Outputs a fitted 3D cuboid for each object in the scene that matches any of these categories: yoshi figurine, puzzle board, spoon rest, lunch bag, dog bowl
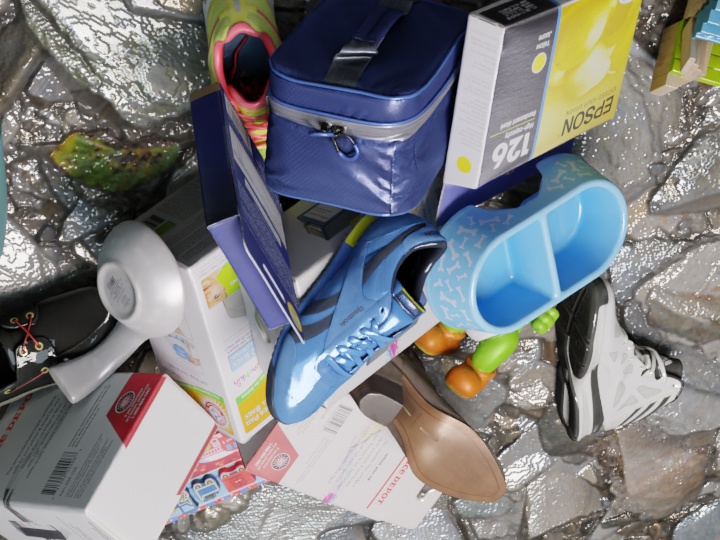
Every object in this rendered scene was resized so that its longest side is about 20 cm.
[{"bbox_3d":[0.132,0.019,1.659,0.112,0.112,0.200,34,111,-21],"label":"yoshi figurine"},{"bbox_3d":[-0.142,0.164,1.772,0.200,0.017,0.151,-24,126,7],"label":"puzzle board"},{"bbox_3d":[-0.202,0.035,1.553,0.061,0.099,0.200,-23,160,-44],"label":"spoon rest"},{"bbox_3d":[0.004,-0.143,1.459,0.136,0.200,0.132,12,124,14],"label":"lunch bag"},{"bbox_3d":[0.145,-0.019,1.535,0.200,0.050,0.112,-32,125,-26],"label":"dog bowl"}]

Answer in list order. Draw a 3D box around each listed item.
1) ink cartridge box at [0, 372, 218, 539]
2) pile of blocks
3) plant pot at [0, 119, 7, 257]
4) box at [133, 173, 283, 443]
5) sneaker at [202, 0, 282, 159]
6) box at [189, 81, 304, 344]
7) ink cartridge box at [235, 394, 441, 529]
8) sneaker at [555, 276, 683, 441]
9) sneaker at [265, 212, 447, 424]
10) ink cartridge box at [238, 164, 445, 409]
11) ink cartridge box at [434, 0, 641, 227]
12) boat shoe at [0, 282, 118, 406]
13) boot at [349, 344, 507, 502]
[{"bbox_3d":[-0.245,0.170,1.627,0.200,0.144,0.084,-2,141,45],"label":"ink cartridge box"},{"bbox_3d":[0.302,-0.201,1.497,0.062,0.082,0.200,14,150,-7],"label":"pile of blocks"},{"bbox_3d":[-0.378,-0.045,1.482,0.200,0.201,0.161,-7,136,-4],"label":"plant pot"},{"bbox_3d":[-0.120,0.033,1.602,0.112,0.101,0.200,-38,133,-30],"label":"box"},{"bbox_3d":[-0.091,-0.144,1.514,0.078,0.090,0.200,-14,127,1],"label":"sneaker"},{"bbox_3d":[-0.089,-0.041,1.428,0.032,0.200,0.121,-22,132,7],"label":"box"},{"bbox_3d":[-0.005,0.162,1.749,0.200,0.068,0.117,25,111,-28],"label":"ink cartridge box"},{"bbox_3d":[0.250,0.073,1.746,0.115,0.076,0.201,-12,135,-11],"label":"sneaker"},{"bbox_3d":[-0.002,0.042,1.466,0.200,0.078,0.066,-57,140,-6],"label":"sneaker"},{"bbox_3d":[0.000,0.000,1.571,0.200,0.087,0.145,-35,131,-29],"label":"ink cartridge box"},{"bbox_3d":[0.150,-0.143,1.514,0.198,0.047,0.200,-29,136,-42],"label":"ink cartridge box"},{"bbox_3d":[-0.298,0.070,1.637,0.201,0.074,0.063,-28,164,13],"label":"boat shoe"},{"bbox_3d":[0.049,0.116,1.687,0.070,0.146,0.200,-43,115,15],"label":"boot"}]
